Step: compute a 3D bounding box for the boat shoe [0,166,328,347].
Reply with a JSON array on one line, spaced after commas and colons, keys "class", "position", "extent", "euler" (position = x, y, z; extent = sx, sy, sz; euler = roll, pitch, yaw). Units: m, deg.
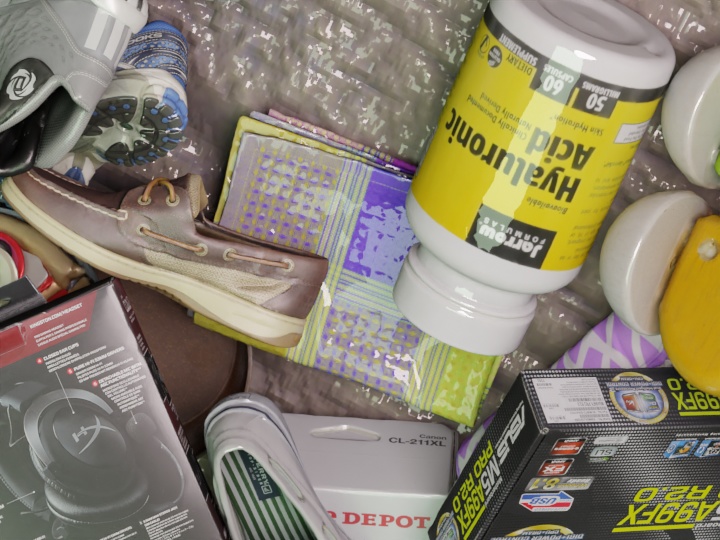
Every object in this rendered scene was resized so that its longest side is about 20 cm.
[{"class": "boat shoe", "position": [-0.113, -0.026, 1.618], "extent": [0.199, 0.072, 0.072], "euler": [27, 100, -3]}]

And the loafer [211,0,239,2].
[{"class": "loafer", "position": [-0.143, -0.204, 1.597], "extent": [0.199, 0.075, 0.070], "euler": [6, 111, 7]}]

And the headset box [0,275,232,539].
[{"class": "headset box", "position": [-0.180, 0.105, 1.615], "extent": [0.148, 0.077, 0.201], "euler": [-24, 93, -1]}]

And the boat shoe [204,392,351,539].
[{"class": "boat shoe", "position": [-0.045, 0.171, 1.630], "extent": [0.073, 0.067, 0.201], "euler": [-23, 112, 15]}]

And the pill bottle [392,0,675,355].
[{"class": "pill bottle", "position": [0.091, -0.057, 1.549], "extent": [0.111, 0.111, 0.201], "euler": [25, 114, 5]}]

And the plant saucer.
[{"class": "plant saucer", "position": [-0.158, 0.035, 1.738], "extent": [0.199, 0.035, 0.201], "euler": [8, 119, 15]}]

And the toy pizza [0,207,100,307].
[{"class": "toy pizza", "position": [-0.246, 0.057, 1.680], "extent": [0.199, 0.032, 0.202], "euler": [-2, 80, 13]}]

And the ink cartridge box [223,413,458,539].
[{"class": "ink cartridge box", "position": [-0.016, 0.200, 1.727], "extent": [0.145, 0.083, 0.201], "euler": [3, 117, 3]}]

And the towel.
[{"class": "towel", "position": [0.000, 0.000, 1.651], "extent": [0.199, 0.023, 0.144], "euler": [22, 107, 3]}]

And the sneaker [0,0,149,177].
[{"class": "sneaker", "position": [-0.212, -0.107, 1.580], "extent": [0.075, 0.116, 0.199], "euler": [32, 154, -34]}]

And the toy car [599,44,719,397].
[{"class": "toy car", "position": [0.245, -0.020, 1.508], "extent": [0.175, 0.150, 0.201], "euler": [25, 95, 39]}]

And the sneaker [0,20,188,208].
[{"class": "sneaker", "position": [-0.175, -0.097, 1.656], "extent": [0.199, 0.086, 0.077], "euler": [-14, 138, 35]}]

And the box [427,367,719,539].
[{"class": "box", "position": [0.158, 0.120, 1.582], "extent": [0.199, 0.044, 0.161], "euler": [1, 140, -24]}]

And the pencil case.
[{"class": "pencil case", "position": [0.143, 0.085, 1.631], "extent": [0.084, 0.086, 0.200], "euler": [39, 122, -10]}]
